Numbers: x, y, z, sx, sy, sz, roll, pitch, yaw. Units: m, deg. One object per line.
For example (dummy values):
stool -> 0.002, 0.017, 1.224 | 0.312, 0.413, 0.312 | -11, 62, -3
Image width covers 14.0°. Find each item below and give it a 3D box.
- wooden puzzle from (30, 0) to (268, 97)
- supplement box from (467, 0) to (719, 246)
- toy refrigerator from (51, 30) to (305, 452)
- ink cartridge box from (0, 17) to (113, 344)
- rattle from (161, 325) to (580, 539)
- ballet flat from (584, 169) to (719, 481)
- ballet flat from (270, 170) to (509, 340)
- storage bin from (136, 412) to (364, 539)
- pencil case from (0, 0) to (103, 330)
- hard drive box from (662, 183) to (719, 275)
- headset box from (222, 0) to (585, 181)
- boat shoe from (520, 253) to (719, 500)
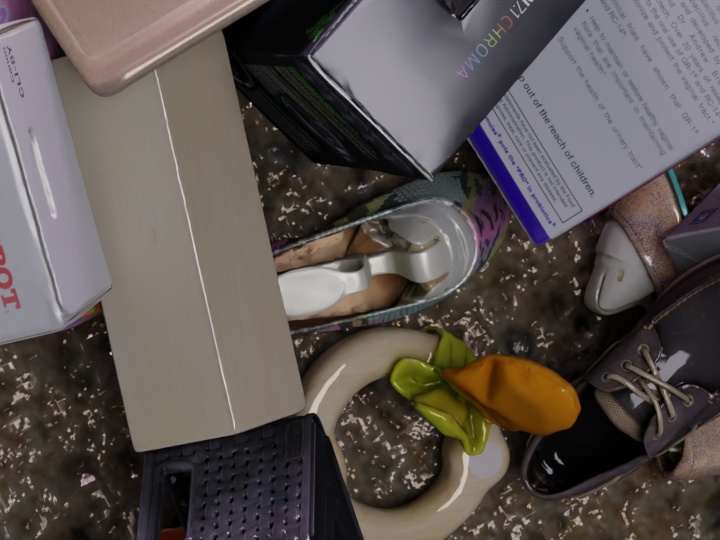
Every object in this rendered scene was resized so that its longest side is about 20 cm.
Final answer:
wooden puzzle -> -0.096, -0.197, 1.448 | 0.185, 0.037, 0.200 | -32, 65, -8
supplement box -> 0.158, -0.110, 1.535 | 0.200, 0.101, 0.104 | -34, 87, 20
toy refrigerator -> -0.094, -0.016, 1.478 | 0.076, 0.070, 0.201 | -16, 93, -62
ink cartridge box -> -0.237, -0.028, 1.424 | 0.199, 0.083, 0.146 | -12, 100, 16
rattle -> 0.004, 0.117, 1.546 | 0.199, 0.143, 0.131 | -24, 121, -22
ballet flat -> 0.164, 0.027, 1.629 | 0.067, 0.068, 0.201 | -21, 100, -9
ballet flat -> 0.000, 0.000, 1.564 | 0.199, 0.071, 0.069 | -19, 99, -17
storage bin -> -0.041, 0.189, 1.497 | 0.093, 0.135, 0.201 | -12, 123, 8
pencil case -> -0.182, -0.065, 1.491 | 0.087, 0.087, 0.201 | -18, 100, -17
hard drive box -> 0.281, -0.013, 1.624 | 0.200, 0.077, 0.156 | -43, 109, -35
headset box -> 0.032, -0.142, 1.493 | 0.093, 0.200, 0.174 | 44, 82, -17
boat shoe -> 0.158, 0.066, 1.566 | 0.074, 0.200, 0.073 | 44, 38, 3
